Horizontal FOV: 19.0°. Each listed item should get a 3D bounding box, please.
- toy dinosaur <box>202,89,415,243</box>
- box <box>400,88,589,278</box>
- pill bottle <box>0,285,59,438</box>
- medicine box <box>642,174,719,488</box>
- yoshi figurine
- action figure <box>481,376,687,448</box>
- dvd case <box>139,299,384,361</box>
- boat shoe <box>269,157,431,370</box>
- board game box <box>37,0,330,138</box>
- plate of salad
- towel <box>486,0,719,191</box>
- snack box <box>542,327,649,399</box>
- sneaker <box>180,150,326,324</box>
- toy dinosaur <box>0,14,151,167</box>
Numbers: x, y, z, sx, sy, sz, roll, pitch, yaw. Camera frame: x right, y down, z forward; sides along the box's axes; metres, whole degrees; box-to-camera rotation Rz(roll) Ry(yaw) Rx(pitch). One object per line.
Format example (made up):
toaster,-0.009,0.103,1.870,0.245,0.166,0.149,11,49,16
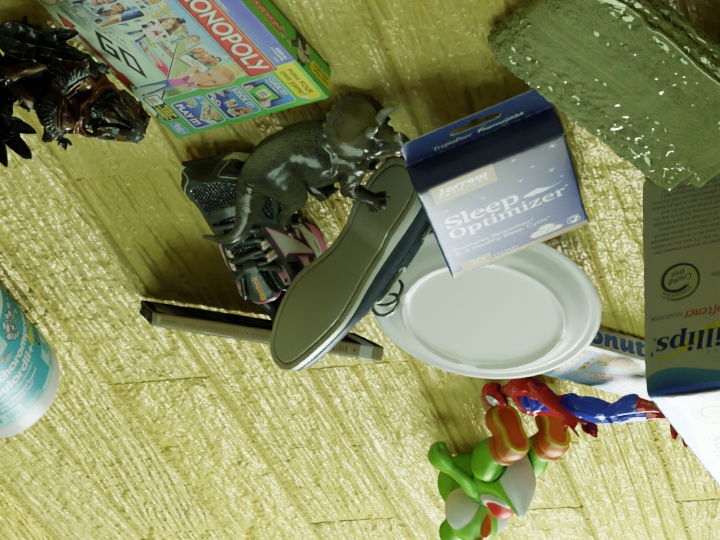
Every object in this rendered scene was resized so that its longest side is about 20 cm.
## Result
toy dinosaur,-0.041,-0.083,1.662,0.199,0.077,0.102,-16,137,21
box,0.105,-0.064,1.656,0.121,0.032,0.200,-22,153,3
pill bottle,-0.349,0.059,1.886,0.110,0.111,0.200,-6,149,15
medicine box,0.303,0.045,1.717,0.103,0.201,0.182,-12,147,24
yoshi figurine,0.124,0.192,2.108,0.112,0.112,0.200,36,134,6
action figure,0.203,0.128,1.980,0.199,0.052,0.065,12,175,27
dvd case,-0.089,0.052,1.871,0.199,0.016,0.149,9,-179,-10
boat shoe,0.000,0.000,1.730,0.062,0.075,0.200,20,104,-50
board game box,-0.127,-0.172,1.557,0.134,0.029,0.200,-12,146,26
plate of salad,0.108,0.024,1.849,0.199,0.048,0.200,6,139,5
towel,0.197,-0.137,1.522,0.200,0.037,0.148,34,149,-11
snack box,0.215,0.080,1.957,0.199,0.024,0.072,16,148,-21
sneaker,-0.080,-0.021,1.751,0.080,0.087,0.200,-14,145,24
toy dinosaur,-0.248,-0.138,1.556,0.199,0.103,0.136,7,-166,-8
